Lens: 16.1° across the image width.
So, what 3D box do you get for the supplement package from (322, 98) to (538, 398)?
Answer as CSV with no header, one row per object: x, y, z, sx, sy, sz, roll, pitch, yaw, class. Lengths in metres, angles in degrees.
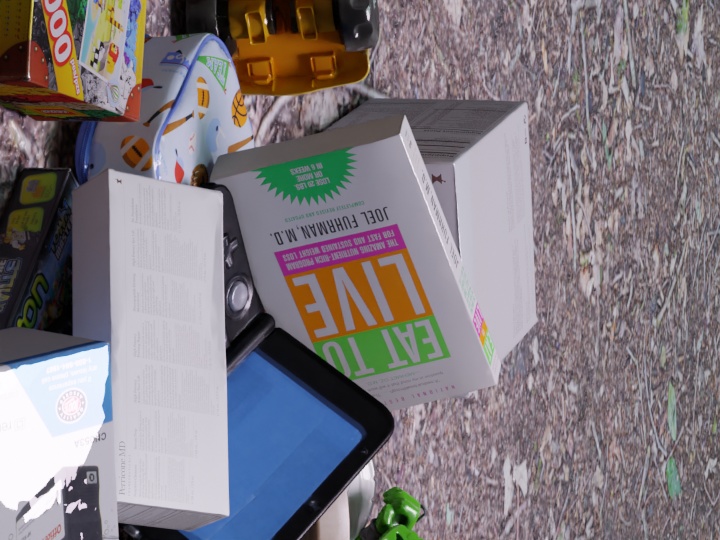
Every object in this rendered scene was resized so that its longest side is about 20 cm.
0.043,-0.022,2.032,0.200,0.146,0.192,-40,129,-64,supplement package

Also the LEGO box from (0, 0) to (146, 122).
-0.186,-0.197,1.490,0.149,0.077,0.201,14,78,-69,LEGO box

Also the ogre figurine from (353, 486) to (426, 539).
-0.009,0.252,1.743,0.098,0.120,0.201,15,52,-33,ogre figurine

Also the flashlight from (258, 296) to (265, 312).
-0.077,0.050,1.827,0.068,0.067,0.201,-23,113,-76,flashlight

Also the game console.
-0.086,0.071,1.571,0.200,0.116,0.177,-46,135,-42,game console

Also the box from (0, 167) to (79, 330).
-0.201,0.049,1.532,0.110,0.035,0.201,67,31,-48,box

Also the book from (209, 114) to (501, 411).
0.000,0.000,1.669,0.048,0.133,0.201,-73,146,-54,book

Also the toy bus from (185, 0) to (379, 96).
-0.057,-0.250,1.799,0.192,0.135,0.201,-86,169,-58,toy bus

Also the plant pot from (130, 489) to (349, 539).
-0.093,0.164,1.692,0.092,0.201,0.202,-2,95,-30,plant pot

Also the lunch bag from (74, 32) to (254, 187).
-0.125,-0.050,1.671,0.161,0.075,0.201,-68,152,-45,lunch bag

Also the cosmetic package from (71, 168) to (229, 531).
-0.125,0.047,1.497,0.082,0.051,0.201,12,67,-36,cosmetic package

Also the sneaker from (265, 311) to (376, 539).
-0.044,0.109,1.790,0.087,0.074,0.201,-19,109,-39,sneaker

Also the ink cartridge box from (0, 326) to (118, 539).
-0.209,0.143,1.388,0.145,0.083,0.201,-13,105,-48,ink cartridge box
